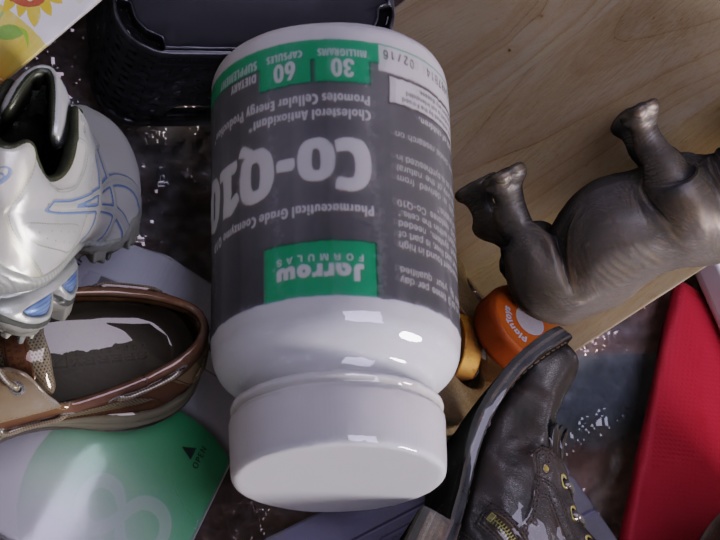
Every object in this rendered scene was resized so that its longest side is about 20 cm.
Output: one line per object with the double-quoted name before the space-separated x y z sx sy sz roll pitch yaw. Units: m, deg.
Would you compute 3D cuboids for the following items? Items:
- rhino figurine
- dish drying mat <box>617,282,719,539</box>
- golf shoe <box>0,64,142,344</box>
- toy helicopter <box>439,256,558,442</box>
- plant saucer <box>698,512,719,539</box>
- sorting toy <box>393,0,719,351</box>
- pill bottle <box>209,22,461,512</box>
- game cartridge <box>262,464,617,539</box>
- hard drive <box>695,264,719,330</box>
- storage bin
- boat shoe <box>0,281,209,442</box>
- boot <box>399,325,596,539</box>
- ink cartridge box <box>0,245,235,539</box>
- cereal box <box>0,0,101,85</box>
"rhino figurine" 0.148 -0.039 1.051 0.088 0.200 0.060 65 18 -2
"dish drying mat" 0.178 0.107 1.176 0.077 0.018 0.200 32 56 -24
"golf shoe" -0.135 -0.049 0.961 0.078 0.200 0.097 13 114 -1
"toy helicopter" 0.000 0.000 1.090 0.132 0.079 0.200 -15 67 -48
"plant saucer" 0.185 0.199 1.103 0.200 0.032 0.201 -36 132 -54
"sorting toy" 0.118 -0.086 1.119 0.199 0.200 0.070 53 27 -3
"pill bottle" -0.012 0.000 0.977 0.113 0.113 0.200 10 63 -25
"game cartridge" 0.038 0.157 1.016 0.200 0.038 0.130 -22 74 -36
"hard drive" 0.229 -0.040 1.241 0.132 0.027 0.200 -21 87 -39
"storage bin" -0.066 -0.180 1.075 0.135 0.094 0.200 -1 71 -15
"boat shoe" -0.159 0.040 0.956 0.200 0.072 0.076 -12 73 -26
"boot" 0.107 0.141 0.994 0.174 0.069 0.200 31 61 1
"ink cartridge box" -0.151 0.049 1.018 0.200 0.050 0.161 34 63 -18
"cereal box" -0.137 -0.196 0.961 0.200 0.040 0.144 -44 113 -24
